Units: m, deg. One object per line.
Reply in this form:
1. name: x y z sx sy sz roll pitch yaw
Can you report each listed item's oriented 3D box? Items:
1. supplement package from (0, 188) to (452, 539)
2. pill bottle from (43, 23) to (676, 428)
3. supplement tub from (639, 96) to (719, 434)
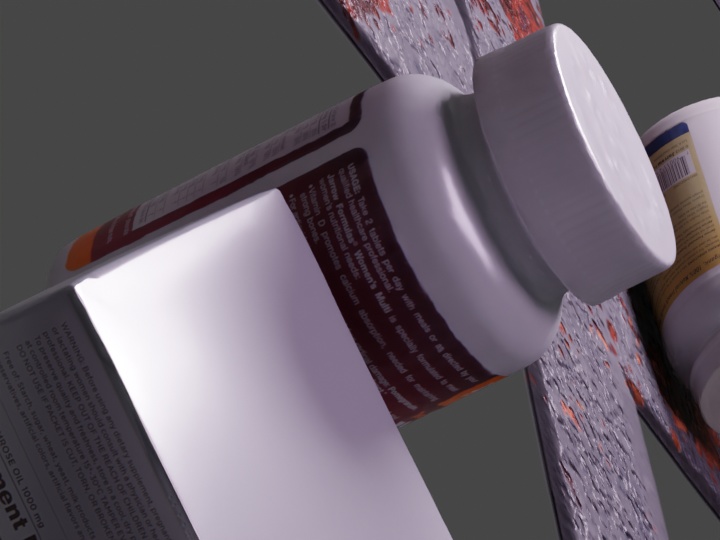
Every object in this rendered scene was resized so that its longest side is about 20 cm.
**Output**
1. supplement package: -0.062 0.078 0.828 0.156 0.111 0.200 64 16 -2
2. pill bottle: 0.000 0.000 0.975 0.110 0.199 0.110 55 19 -29
3. supplement tub: 0.259 -0.001 1.880 0.144 0.144 0.201 46 25 -47
